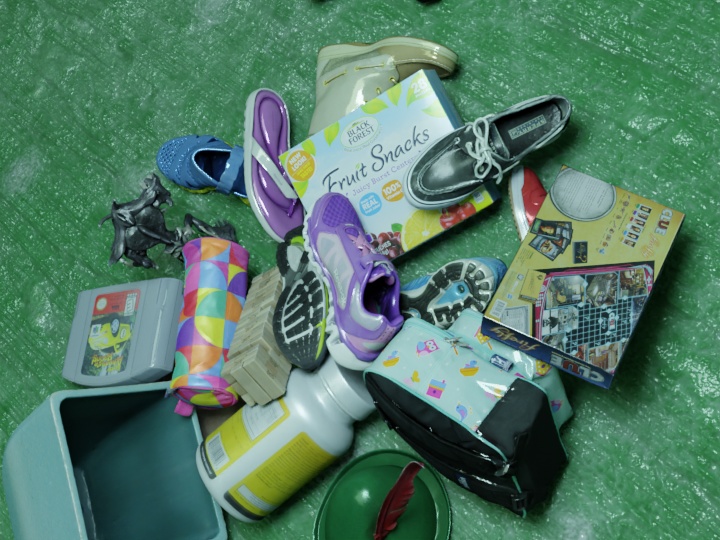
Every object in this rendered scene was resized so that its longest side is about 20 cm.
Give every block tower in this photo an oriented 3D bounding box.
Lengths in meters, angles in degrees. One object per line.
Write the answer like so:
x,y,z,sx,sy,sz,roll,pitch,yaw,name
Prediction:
-0.104,0.068,1.433,0.054,0.058,0.201,-29,24,25,block tower

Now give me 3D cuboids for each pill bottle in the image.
-0.079,0.181,1.411,0.200,0.112,0.112,-39,58,12,pill bottle

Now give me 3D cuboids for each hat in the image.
-0.010,0.246,1.309,0.165,0.176,0.201,39,94,34,hat

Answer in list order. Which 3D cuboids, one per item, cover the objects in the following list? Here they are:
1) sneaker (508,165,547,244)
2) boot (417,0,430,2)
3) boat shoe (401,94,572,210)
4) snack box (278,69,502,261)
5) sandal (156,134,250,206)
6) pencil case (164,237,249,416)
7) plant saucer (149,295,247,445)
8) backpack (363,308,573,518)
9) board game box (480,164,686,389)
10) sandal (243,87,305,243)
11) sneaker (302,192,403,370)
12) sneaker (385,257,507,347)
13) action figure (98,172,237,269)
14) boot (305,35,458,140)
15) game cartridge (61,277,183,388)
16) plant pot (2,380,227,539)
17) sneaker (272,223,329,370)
0.227,-0.037,1.336,0.112,0.071,0.202,-22,63,19,sneaker
0.027,-0.380,1.564,0.200,0.076,0.168,-42,54,4,boot
0.135,-0.127,1.340,0.198,0.068,0.074,-23,88,-4,boat shoe
0.033,-0.106,1.435,0.199,0.068,0.170,-28,89,18,snack box
-0.186,-0.135,1.599,0.199,0.087,0.080,13,82,34,sandal
-0.177,0.063,1.475,0.088,0.088,0.202,-8,64,27,pencil case
-0.179,0.121,1.537,0.199,0.034,0.202,-10,69,28,plant saucer
0.109,0.130,1.286,0.199,0.176,0.154,20,67,33,backpack
0.218,0.003,1.233,0.135,0.035,0.201,24,61,14,board game box
-0.101,-0.130,1.532,0.050,0.082,0.205,-26,71,46,sandal
0.000,0.000,1.350,0.088,0.080,0.202,-40,56,46,sneaker
0.084,0.039,1.396,0.199,0.090,0.079,-24,89,39,sneaker
-0.248,-0.049,1.536,0.102,0.199,0.120,29,92,44,action figure
0.020,-0.194,1.509,0.198,0.072,0.156,2,74,36,boot
-0.302,0.084,1.593,0.199,0.041,0.135,-9,70,42,game cartridge
-0.308,0.257,1.463,0.199,0.195,0.198,-28,72,39,plant pot
-0.047,0.035,1.428,0.073,0.081,0.201,-27,39,26,sneaker
